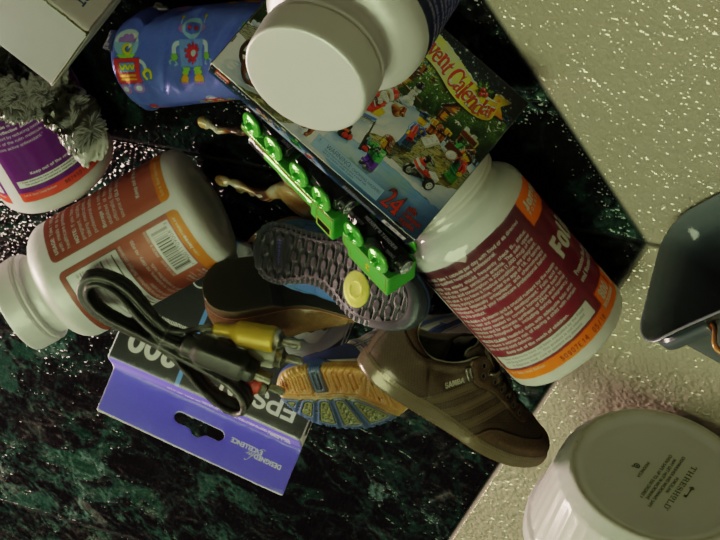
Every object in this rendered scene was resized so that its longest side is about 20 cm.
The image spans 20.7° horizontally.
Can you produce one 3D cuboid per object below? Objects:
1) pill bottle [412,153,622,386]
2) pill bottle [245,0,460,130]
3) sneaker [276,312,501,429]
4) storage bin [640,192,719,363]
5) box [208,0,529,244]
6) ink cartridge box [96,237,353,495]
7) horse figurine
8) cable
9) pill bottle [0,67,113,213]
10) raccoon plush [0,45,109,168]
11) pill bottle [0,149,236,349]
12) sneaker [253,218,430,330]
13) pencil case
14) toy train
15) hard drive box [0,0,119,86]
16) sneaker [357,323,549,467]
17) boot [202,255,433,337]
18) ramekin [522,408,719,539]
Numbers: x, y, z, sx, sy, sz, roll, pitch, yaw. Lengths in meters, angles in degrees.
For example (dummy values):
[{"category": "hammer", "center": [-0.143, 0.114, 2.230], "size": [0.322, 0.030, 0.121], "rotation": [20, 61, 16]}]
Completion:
[{"category": "pill bottle", "center": [0.108, -0.014, 1.572], "size": [0.114, 0.114, 0.200], "rotation": [-19, 122, 46]}, {"category": "pill bottle", "center": [0.005, -0.194, 1.362], "size": [0.119, 0.200, 0.120], "rotation": [19, 142, 16]}, {"category": "sneaker", "center": [0.027, 0.080, 1.724], "size": [0.199, 0.088, 0.075], "rotation": [-7, 129, 12]}, {"category": "storage bin", "center": [0.324, 0.019, 1.449], "size": [0.134, 0.146, 0.200], "rotation": [32, 145, -19]}, {"category": "box", "center": [0.006, -0.136, 1.468], "size": [0.200, 0.137, 0.038], "rotation": [40, 173, -4]}, {"category": "ink cartridge box", "center": [-0.121, 0.074, 1.782], "size": [0.198, 0.201, 0.043], "rotation": [22, -179, 11]}, {"category": "horse figurine", "center": [-0.067, -0.092, 1.658], "size": [0.132, 0.050, 0.200], "rotation": [13, 138, 26]}, {"category": "cable", "center": [-0.149, 0.058, 1.689], "size": [0.199, 0.050, 0.097], "rotation": [25, 132, 4]}, {"category": "pill bottle", "center": [-0.301, -0.154, 1.699], "size": [0.112, 0.113, 0.200], "rotation": [2, 134, 33]}, {"category": "raccoon plush", "center": [-0.301, -0.162, 1.599], "size": [0.134, 0.097, 0.200], "rotation": [28, 151, 36]}, {"category": "pill bottle", "center": [-0.218, -0.013, 1.732], "size": [0.200, 0.112, 0.112], "rotation": [-28, 120, 11]}, {"category": "sneaker", "center": [0.000, 0.000, 1.613], "size": [0.200, 0.078, 0.066], "rotation": [21, 105, 46]}, {"category": "pencil case", "center": [-0.108, -0.177, 1.567], "size": [0.199, 0.078, 0.087], "rotation": [-2, 93, 38]}, {"category": "toy train", "center": [-0.026, -0.060, 1.540], "size": [0.200, 0.042, 0.056], "rotation": [47, 157, 25]}, {"category": "hard drive box", "center": [-0.264, -0.265, 1.504], "size": [0.200, 0.156, 0.077], "rotation": [38, 138, -8]}, {"category": "sneaker", "center": [0.094, 0.097, 1.628], "size": [0.200, 0.071, 0.076], "rotation": [29, 109, -29]}, {"category": "boot", "center": [-0.036, 0.024, 1.721], "size": [0.199, 0.074, 0.076], "rotation": [-2, 150, -2]}, {"category": "ramekin", "center": [0.243, 0.204, 1.671], "size": [0.202, 0.202, 0.094], "rotation": [21, 131, 13]}]
